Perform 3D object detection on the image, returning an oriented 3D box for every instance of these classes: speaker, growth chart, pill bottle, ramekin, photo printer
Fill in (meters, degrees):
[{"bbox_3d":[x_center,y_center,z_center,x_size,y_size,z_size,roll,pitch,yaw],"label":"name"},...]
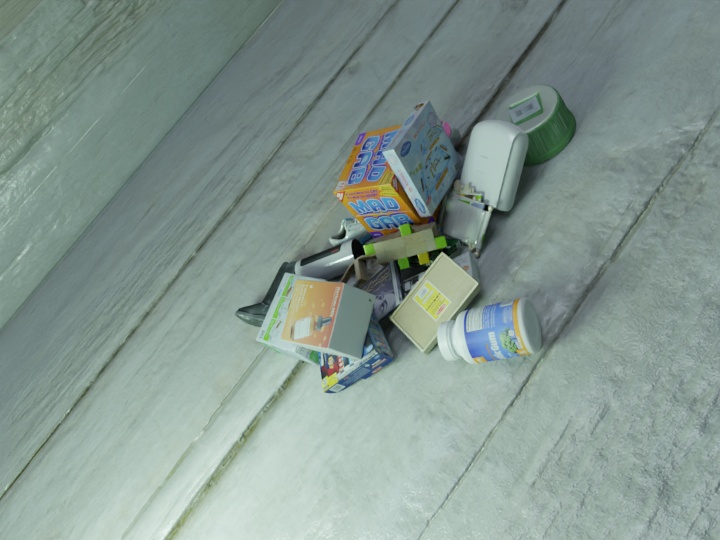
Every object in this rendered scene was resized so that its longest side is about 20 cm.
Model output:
[{"bbox_3d":[-0.083,-0.019,1.834,0.197,0.081,0.083,-19,44,28],"label":"speaker"},{"bbox_3d":[0.256,-0.138,1.639,0.200,0.017,0.148,42,118,53],"label":"growth chart"},{"bbox_3d":[0.263,0.131,1.365,0.197,0.112,0.114,-16,45,31],"label":"pill bottle"},{"bbox_3d":[0.436,-0.375,1.682,0.197,0.098,0.203,-24,43,24],"label":"ramekin"},{"bbox_3d":[0.327,-0.265,1.624,0.166,0.068,0.205,33,115,53],"label":"photo printer"}]

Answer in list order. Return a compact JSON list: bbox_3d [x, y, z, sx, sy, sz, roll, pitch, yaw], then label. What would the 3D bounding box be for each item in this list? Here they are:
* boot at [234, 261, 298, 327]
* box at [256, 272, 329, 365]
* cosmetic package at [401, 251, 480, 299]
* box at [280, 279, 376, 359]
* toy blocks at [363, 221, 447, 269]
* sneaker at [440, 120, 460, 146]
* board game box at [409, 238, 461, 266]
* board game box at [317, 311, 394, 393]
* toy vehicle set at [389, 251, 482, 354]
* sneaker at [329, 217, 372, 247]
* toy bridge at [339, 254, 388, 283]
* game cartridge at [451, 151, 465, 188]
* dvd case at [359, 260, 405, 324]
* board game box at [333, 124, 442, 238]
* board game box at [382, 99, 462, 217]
[{"bbox_3d":[-0.263,0.063,1.926,0.162,0.066,0.203,7,63,35],"label":"boot"},{"bbox_3d":[-0.158,0.122,1.735,0.174,0.096,0.204,7,69,44],"label":"box"},{"bbox_3d":[0.184,0.035,1.571,0.197,0.051,0.084,-26,42,22],"label":"cosmetic package"},{"bbox_3d":[-0.078,0.112,1.552,0.198,0.105,0.156,1,73,51],"label":"box"},{"bbox_3d":[0.119,-0.075,1.616,0.195,0.102,0.137,-14,12,17],"label":"toy blocks"},{"bbox_3d":[0.211,-0.342,1.875,0.199,0.087,0.083,-30,64,46],"label":"sneaker"},{"bbox_3d":[0.149,-0.051,1.664,0.104,0.024,0.198,-35,26,-33],"label":"board game box"},{"bbox_3d":[-0.021,0.165,1.593,0.199,0.061,0.203,-38,46,33],"label":"board game box"},{"bbox_3d":[0.170,0.074,1.509,0.201,0.026,0.124,-51,57,8],"label":"toy vehicle set"},{"bbox_3d":[-0.005,-0.125,1.857,0.200,0.087,0.075,-43,36,-1],"label":"sneaker"},{"bbox_3d":[0.000,0.000,1.732,0.199,0.027,0.068,-39,46,34],"label":"toy bridge"},{"bbox_3d":[0.213,-0.234,1.805,0.199,0.038,0.130,-39,43,6],"label":"game cartridge"},{"bbox_3d":[0.032,0.079,1.650,0.199,0.016,0.151,-41,35,29],"label":"dvd case"},{"bbox_3d":[0.088,-0.230,1.727,0.197,0.200,0.203,-2,55,42],"label":"board game box"},{"bbox_3d":[0.158,-0.275,1.626,0.041,0.201,0.201,-3,42,44],"label":"board game box"}]
